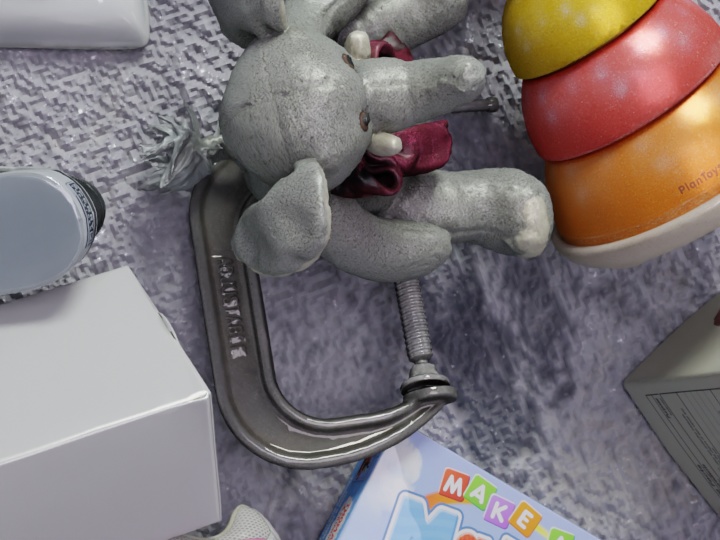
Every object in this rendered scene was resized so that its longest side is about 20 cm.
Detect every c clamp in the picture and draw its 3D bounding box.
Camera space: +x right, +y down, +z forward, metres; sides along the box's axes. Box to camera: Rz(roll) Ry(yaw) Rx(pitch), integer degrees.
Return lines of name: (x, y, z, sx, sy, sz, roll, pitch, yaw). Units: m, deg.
c clamp: (0.000, 0.000, 0.878, 0.170, 0.027, 0.201, 0, 72, -14)

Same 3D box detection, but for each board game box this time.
board game box: (0.031, 0.199, 0.877, 0.151, 0.037, 0.201, 31, 75, -12)

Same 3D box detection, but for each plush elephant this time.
plush elephant: (-0.007, -0.073, 0.799, 0.199, 0.155, 0.166, -11, 89, -7)

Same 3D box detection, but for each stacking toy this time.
stacking toy: (0.121, -0.116, 0.869, 0.146, 0.146, 0.201, -37, 106, -18)

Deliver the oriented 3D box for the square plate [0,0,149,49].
square plate: (-0.204, -0.207, 0.848, 0.199, 0.028, 0.199, -3, 85, -19)

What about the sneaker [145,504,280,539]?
sneaker: (-0.119, 0.161, 0.815, 0.199, 0.081, 0.089, -6, 64, -12)

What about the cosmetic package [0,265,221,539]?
cosmetic package: (-0.173, 0.083, 0.774, 0.199, 0.108, 0.085, -16, 129, -19)

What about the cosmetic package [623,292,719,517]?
cosmetic package: (0.231, 0.063, 0.873, 0.087, 0.200, 0.104, -40, 98, -19)

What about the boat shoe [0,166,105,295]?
boat shoe: (-0.216, -0.016, 0.802, 0.198, 0.068, 0.074, -13, 100, 5)
